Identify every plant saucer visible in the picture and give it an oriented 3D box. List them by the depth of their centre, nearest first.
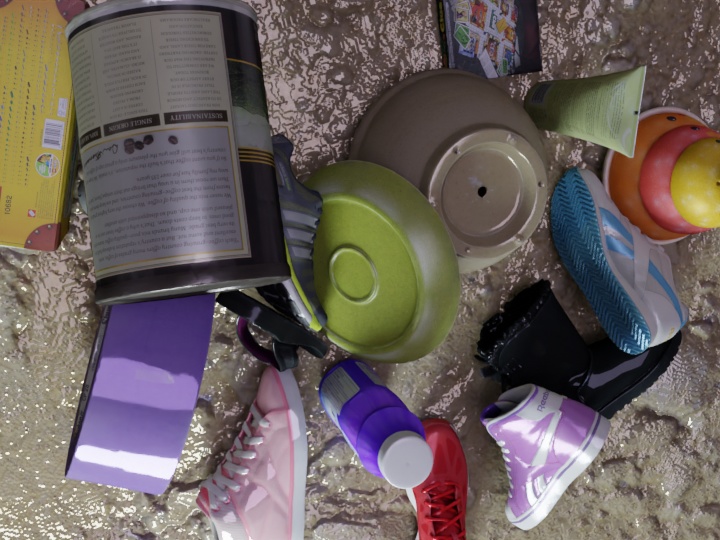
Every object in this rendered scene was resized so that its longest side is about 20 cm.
[{"bbox_3d":[0.000,0.000,0.887,0.031,0.198,0.203,-32,110,-48],"label":"plant saucer"}]

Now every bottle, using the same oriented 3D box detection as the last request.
[{"bbox_3d":[0.015,0.146,0.902,0.065,0.200,0.084,-39,108,-5],"label":"bottle"}]

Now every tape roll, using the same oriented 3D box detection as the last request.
[{"bbox_3d":[-0.194,0.088,0.837,0.084,0.200,0.203,15,95,-17],"label":"tape roll"}]

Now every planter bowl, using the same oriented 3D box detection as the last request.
[{"bbox_3d":[0.097,-0.084,0.909,0.197,0.135,0.203,-4,107,-14],"label":"planter bowl"}]

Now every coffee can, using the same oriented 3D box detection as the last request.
[{"bbox_3d":[-0.135,-0.084,0.711,0.144,0.146,0.203,-7,88,-13],"label":"coffee can"}]

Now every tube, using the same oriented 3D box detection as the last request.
[{"bbox_3d":[0.216,-0.153,0.905,0.052,0.200,0.058,-37,106,-3],"label":"tube"}]

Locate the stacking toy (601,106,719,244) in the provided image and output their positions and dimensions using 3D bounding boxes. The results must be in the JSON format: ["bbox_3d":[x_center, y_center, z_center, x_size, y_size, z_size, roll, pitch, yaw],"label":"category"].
[{"bbox_3d":[0.346,-0.088,0.951,0.144,0.200,0.148,-3,100,-15],"label":"stacking toy"}]

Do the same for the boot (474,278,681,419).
[{"bbox_3d":[0.229,0.077,1.016,0.198,0.073,0.163,-43,107,0],"label":"boot"}]

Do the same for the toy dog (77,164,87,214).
[{"bbox_3d":[-0.174,-0.127,0.856,0.200,0.131,0.097,-43,130,-14],"label":"toy dog"}]

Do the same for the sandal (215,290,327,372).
[{"bbox_3d":[-0.088,0.060,0.880,0.075,0.200,0.048,28,85,21],"label":"sandal"}]

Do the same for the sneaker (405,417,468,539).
[{"bbox_3d":[0.096,0.262,0.987,0.077,0.115,0.203,-9,102,-13],"label":"sneaker"}]

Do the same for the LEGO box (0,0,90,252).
[{"bbox_3d":[-0.276,-0.127,0.806,0.076,0.149,0.203,8,97,-15],"label":"LEGO box"}]

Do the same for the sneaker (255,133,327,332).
[{"bbox_3d":[-0.062,-0.030,0.854,0.081,0.074,0.202,-38,130,-24],"label":"sneaker"}]

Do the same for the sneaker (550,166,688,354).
[{"bbox_3d":[0.266,-0.016,0.991,0.080,0.076,0.202,-17,77,-29],"label":"sneaker"}]

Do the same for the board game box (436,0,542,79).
[{"bbox_3d":[0.124,-0.294,0.950,0.103,0.023,0.203,-9,102,-11],"label":"board game box"}]

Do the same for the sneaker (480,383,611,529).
[{"bbox_3d":[0.169,0.186,0.994,0.113,0.073,0.202,27,134,6],"label":"sneaker"}]

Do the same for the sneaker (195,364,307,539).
[{"bbox_3d":[-0.110,0.192,0.941,0.103,0.075,0.203,-3,104,-19],"label":"sneaker"}]
